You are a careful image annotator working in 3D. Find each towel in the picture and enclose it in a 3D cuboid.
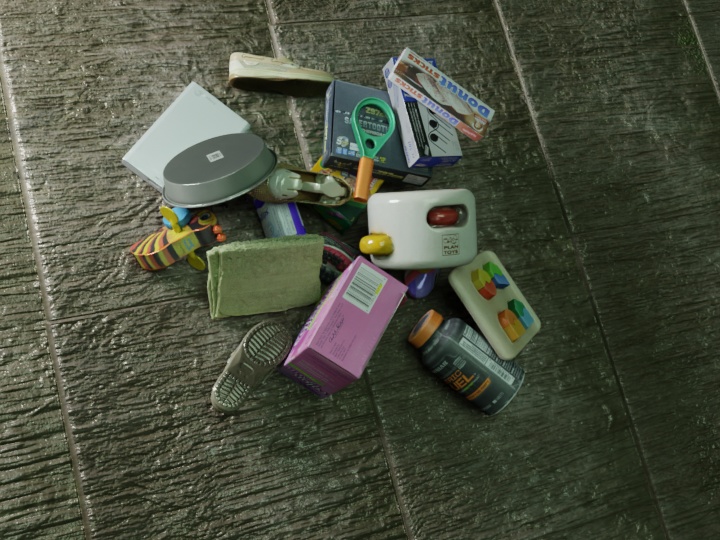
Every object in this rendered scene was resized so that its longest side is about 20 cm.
[{"bbox_3d":[-0.158,0.008,1.449,0.199,0.149,0.037,-9,38,-21],"label":"towel"}]

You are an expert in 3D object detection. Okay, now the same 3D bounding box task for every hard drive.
[{"bbox_3d":[-0.303,-0.223,1.526,0.132,0.026,0.200,37,66,-5],"label":"hard drive"}]

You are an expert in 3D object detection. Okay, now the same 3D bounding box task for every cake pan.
[{"bbox_3d":[-0.235,-0.170,1.421,0.200,0.200,0.037,-33,126,-25],"label":"cake pan"}]

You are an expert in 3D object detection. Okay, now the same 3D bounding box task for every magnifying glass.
[{"bbox_3d":[0.015,-0.212,1.511,0.079,0.022,0.201,16,69,-16],"label":"magnifying glass"}]

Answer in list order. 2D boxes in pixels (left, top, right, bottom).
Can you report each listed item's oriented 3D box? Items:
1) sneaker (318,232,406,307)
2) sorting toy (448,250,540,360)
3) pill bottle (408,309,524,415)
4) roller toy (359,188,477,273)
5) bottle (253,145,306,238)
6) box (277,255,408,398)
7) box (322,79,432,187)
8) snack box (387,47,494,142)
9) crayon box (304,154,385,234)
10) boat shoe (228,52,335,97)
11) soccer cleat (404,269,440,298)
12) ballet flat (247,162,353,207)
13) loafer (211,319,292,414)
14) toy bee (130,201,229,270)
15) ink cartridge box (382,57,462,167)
[{"bbox_3d":[0.000,0.000,1.533,0.200,0.081,0.075,35,35,-14],"label":"sneaker"},{"bbox_3d":[0.252,0.055,1.572,0.185,0.036,0.200,57,30,5],"label":"sorting toy"},{"bbox_3d":[0.181,0.156,1.527,0.200,0.106,0.106,38,65,-3],"label":"pill bottle"},{"bbox_3d":[0.105,-0.065,1.472,0.182,0.200,0.140,-1,95,19],"label":"roller toy"},{"bbox_3d":[-0.149,-0.118,1.513,0.065,0.084,0.201,-15,79,-23],"label":"bottle"},{"bbox_3d":[-0.032,0.097,1.419,0.097,0.200,0.176,33,66,-6],"label":"box"},{"bbox_3d":[0.033,-0.247,1.571,0.199,0.051,0.158,11,66,-19],"label":"box"},{"bbox_3d":[0.146,-0.314,1.552,0.200,0.024,0.072,33,57,-11],"label":"snack box"},{"bbox_3d":[-0.019,-0.180,1.591,0.119,0.058,0.200,38,64,-5],"label":"crayon box"},{"bbox_3d":[-0.143,-0.367,1.605,0.199,0.072,0.065,2,73,-13],"label":"boat shoe"},{"bbox_3d":[0.139,-0.041,1.592,0.067,0.076,0.200,32,65,-7],"label":"soccer cleat"},{"bbox_3d":[-0.099,-0.144,1.457,0.199,0.065,0.071,0,93,-31],"label":"ballet flat"},{"bbox_3d":[-0.186,0.158,1.422,0.076,0.068,0.200,44,49,-3],"label":"loafer"},{"bbox_3d":[-0.277,-0.068,1.427,0.200,0.109,0.131,-55,134,-4],"label":"toy bee"},{"bbox_3d":[0.111,-0.285,1.565,0.094,0.044,0.201,-5,72,-27],"label":"ink cartridge box"}]
